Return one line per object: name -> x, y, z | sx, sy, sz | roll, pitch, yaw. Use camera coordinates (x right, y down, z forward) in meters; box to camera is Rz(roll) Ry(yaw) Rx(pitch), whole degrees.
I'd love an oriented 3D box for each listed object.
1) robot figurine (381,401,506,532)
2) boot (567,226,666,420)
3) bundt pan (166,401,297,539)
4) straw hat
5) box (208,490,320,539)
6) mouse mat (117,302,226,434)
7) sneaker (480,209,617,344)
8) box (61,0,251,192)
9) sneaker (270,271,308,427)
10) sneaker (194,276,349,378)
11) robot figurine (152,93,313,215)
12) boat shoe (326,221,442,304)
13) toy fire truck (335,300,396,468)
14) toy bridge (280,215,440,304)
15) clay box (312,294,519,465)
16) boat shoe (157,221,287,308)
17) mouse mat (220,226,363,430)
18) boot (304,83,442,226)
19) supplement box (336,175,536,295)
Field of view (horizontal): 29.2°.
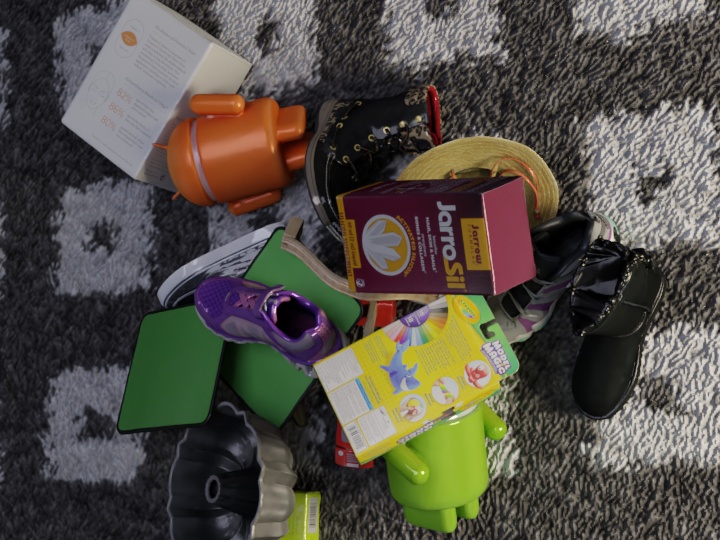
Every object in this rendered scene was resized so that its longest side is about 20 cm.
robot figurine -> 0.083, 0.189, 1.558 | 0.115, 0.174, 0.203 | 6, 108, 43
boot -> 0.263, 0.061, 1.485 | 0.073, 0.162, 0.201 | 24, 92, 27
bundt pan -> -0.143, 0.258, 1.614 | 0.201, 0.075, 0.205 | -19, 65, 49
straw hat -> 0.131, -0.091, 1.607 | 0.199, 0.202, 0.086 | -26, 30, 19
box -> -0.147, 0.330, 1.700 | 0.197, 0.048, 0.124 | -2, 81, 24
mouse mat -> -0.228, 0.117, 1.692 | 0.198, 0.007, 0.163 | -10, 62, 46
sneaker -> 0.192, 0.001, 1.539 | 0.200, 0.140, 0.078 | -47, 67, 11
box -> -0.266, -0.232, 1.803 | 0.152, 0.106, 0.201 | 36, 98, 25
sneaker -> -0.064, 0.090, 1.686 | 0.087, 0.077, 0.203 | -5, 93, -5
sneaker -> -0.107, 0.048, 1.579 | 0.198, 0.089, 0.081 | 22, 69, 21
robot figurine -> -0.157, -0.149, 1.725 | 0.197, 0.144, 0.118 | -14, 70, 10
boat shoe -> 0.024, -0.026, 1.663 | 0.199, 0.064, 0.071 | 36, 97, 25
toy fire truck -> 0.007, 0.123, 1.604 | 0.048, 0.200, 0.143 | 4, 112, 6
toy bridge -> 0.000, 0.000, 1.599 | 0.198, 0.027, 0.068 | 21, 50, 4
clay box -> 0.061, 0.109, 1.478 | 0.198, 0.048, 0.116 | -26, 69, -3
boat shoe -> -0.165, 0.012, 1.746 | 0.198, 0.072, 0.069 | -26, 71, 12
mouse mat -> -0.098, 0.070, 1.644 | 0.161, 0.008, 0.201 | 44, 108, 23
boot -> 0.017, -0.144, 1.647 | 0.149, 0.074, 0.201 | -11, 40, 18
supplement box -> 0.080, -0.037, 1.485 | 0.198, 0.085, 0.112 | 1, 105, 39
